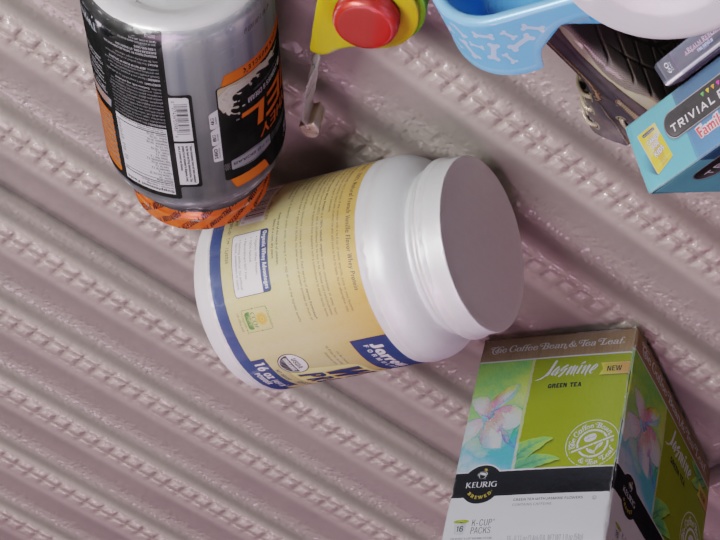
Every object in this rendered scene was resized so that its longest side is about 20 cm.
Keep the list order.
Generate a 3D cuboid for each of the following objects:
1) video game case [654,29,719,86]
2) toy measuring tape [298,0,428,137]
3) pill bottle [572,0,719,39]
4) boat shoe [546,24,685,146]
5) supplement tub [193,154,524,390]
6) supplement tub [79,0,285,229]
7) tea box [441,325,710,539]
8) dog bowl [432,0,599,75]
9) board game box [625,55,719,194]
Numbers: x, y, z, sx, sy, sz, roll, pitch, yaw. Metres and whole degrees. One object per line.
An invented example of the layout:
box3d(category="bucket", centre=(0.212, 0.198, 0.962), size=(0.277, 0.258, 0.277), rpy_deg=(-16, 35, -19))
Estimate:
box3d(category="video game case", centre=(0.269, -0.174, 1.093), size=(0.200, 0.142, 0.019), rpy_deg=(-38, 80, 46))
box3d(category="toy measuring tape", centre=(0.005, -0.150, 1.249), size=(0.073, 0.074, 0.201), rpy_deg=(13, 143, 1))
box3d(category="pill bottle", centre=(0.161, -0.224, 0.995), size=(0.111, 0.201, 0.113), rpy_deg=(8, 144, 6))
box3d(category="boat shoe", centre=(0.169, -0.112, 1.241), size=(0.199, 0.075, 0.073), rpy_deg=(36, 137, -25))
box3d(category="supplement tub", centre=(0.000, 0.000, 1.377), size=(0.199, 0.145, 0.145), rpy_deg=(-12, 136, 30))
box3d(category="supplement tub", centre=(-0.111, -0.126, 1.270), size=(0.121, 0.123, 0.201), rpy_deg=(8, 143, 7))
box3d(category="tea box", centre=(0.170, 0.182, 1.512), size=(0.133, 0.198, 0.200), rpy_deg=(-7, 139, 26))
box3d(category="dog bowl", centre=(0.126, -0.183, 1.123), size=(0.199, 0.112, 0.050), rpy_deg=(-12, 155, 29))
box3d(category="board game box", centre=(0.279, -0.101, 1.162), size=(0.199, 0.047, 0.151), rpy_deg=(-2, 155, -39))
